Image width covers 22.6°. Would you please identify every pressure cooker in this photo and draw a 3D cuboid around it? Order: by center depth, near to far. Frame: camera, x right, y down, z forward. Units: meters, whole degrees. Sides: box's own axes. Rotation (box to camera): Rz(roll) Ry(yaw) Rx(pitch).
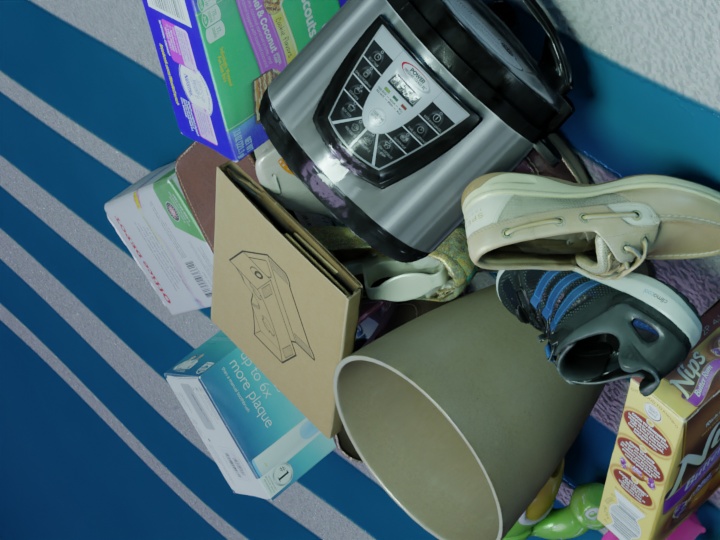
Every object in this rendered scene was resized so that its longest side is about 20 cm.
[{"bbox_3d":[0.045,-0.131,1.289,0.175,0.200,0.179,34,-162,-43],"label":"pressure cooker"}]

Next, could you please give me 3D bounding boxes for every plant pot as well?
[{"bbox_3d":[0.112,0.091,1.444,0.187,0.199,0.188,39,150,27],"label":"plant pot"}]

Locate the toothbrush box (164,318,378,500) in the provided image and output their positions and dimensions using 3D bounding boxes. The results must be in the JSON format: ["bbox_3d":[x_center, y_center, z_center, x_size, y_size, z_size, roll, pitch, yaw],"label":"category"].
[{"bbox_3d":[-0.068,0.106,1.766,0.085,0.199,0.147,-1,121,58],"label":"toothbrush box"}]

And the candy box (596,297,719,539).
[{"bbox_3d":[0.245,0.120,1.354,0.056,0.116,0.201,39,151,27],"label":"candy box"}]

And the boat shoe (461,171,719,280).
[{"bbox_3d":[0.168,-0.023,1.239,0.072,0.198,0.066,108,163,-54],"label":"boat shoe"}]

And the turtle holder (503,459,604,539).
[{"bbox_3d":[0.125,0.179,1.608,0.186,0.140,0.132,52,139,22],"label":"turtle holder"}]

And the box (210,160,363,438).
[{"bbox_3d":[-0.065,0.027,1.475,0.163,0.021,0.201,43,150,24],"label":"box"}]

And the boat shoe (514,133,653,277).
[{"bbox_3d":[0.139,-0.043,1.381,0.201,0.072,0.072,53,154,0],"label":"boat shoe"}]

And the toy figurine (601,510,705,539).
[{"bbox_3d":[0.266,0.284,1.538,0.198,0.151,0.185,20,134,15],"label":"toy figurine"}]

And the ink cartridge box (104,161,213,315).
[{"bbox_3d":[-0.171,-0.041,1.886,0.146,0.087,0.199,58,152,-10],"label":"ink cartridge box"}]

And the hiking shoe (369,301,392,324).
[{"bbox_3d":[0.030,0.006,1.644,0.200,0.076,0.101,47,141,1],"label":"hiking shoe"}]

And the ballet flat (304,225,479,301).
[{"bbox_3d":[0.000,0.000,1.463,0.198,0.071,0.071,-3,128,19],"label":"ballet flat"}]

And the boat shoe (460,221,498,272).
[{"bbox_3d":[0.078,-0.020,1.522,0.199,0.062,0.072,-6,118,60],"label":"boat shoe"}]

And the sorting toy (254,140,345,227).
[{"bbox_3d":[-0.033,-0.108,1.535,0.201,0.106,0.181,-110,-4,-47],"label":"sorting toy"}]

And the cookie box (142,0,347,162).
[{"bbox_3d":[-0.061,-0.210,1.362,0.075,0.200,0.172,29,146,37],"label":"cookie box"}]

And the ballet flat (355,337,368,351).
[{"bbox_3d":[0.032,0.140,1.720,0.200,0.068,0.069,46,-163,-48],"label":"ballet flat"}]

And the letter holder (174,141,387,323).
[{"bbox_3d":[-0.089,-0.020,1.609,0.142,0.100,0.201,-39,74,27],"label":"letter holder"}]

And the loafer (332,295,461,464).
[{"bbox_3d":[0.025,0.095,1.587,0.072,0.071,0.201,21,117,-5],"label":"loafer"}]

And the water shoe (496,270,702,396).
[{"bbox_3d":[0.152,0.037,1.291,0.072,0.079,0.199,49,158,-28],"label":"water shoe"}]
